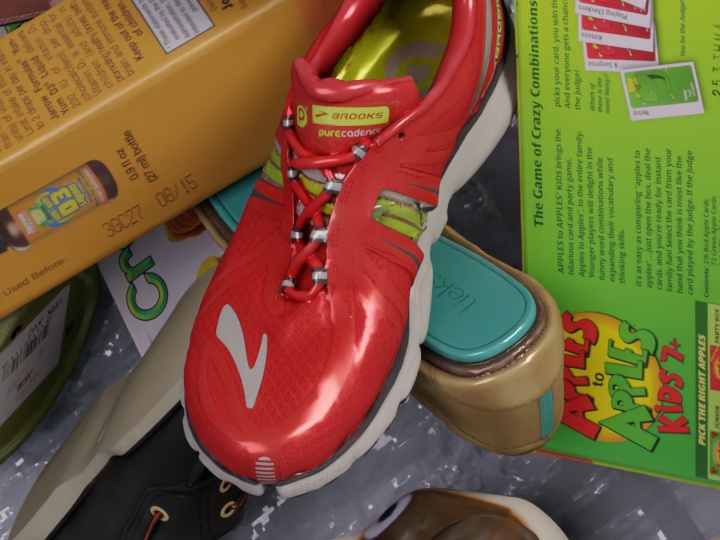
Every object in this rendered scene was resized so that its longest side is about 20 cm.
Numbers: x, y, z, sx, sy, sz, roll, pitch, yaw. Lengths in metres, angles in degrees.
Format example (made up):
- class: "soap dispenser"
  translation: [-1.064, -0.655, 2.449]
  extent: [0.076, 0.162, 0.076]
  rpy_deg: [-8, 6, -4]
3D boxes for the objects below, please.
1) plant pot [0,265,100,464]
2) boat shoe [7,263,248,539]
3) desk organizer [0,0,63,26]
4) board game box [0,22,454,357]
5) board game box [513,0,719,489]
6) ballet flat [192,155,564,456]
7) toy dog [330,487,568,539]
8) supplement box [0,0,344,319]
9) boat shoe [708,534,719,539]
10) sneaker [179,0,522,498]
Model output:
- class: "plant pot"
  translation: [-0.207, -0.010, 1.080]
  extent: [0.200, 0.187, 0.188]
  rpy_deg: [30, 102, 14]
- class: "boat shoe"
  translation: [-0.063, 0.060, 1.007]
  extent: [0.063, 0.074, 0.201]
  rpy_deg: [32, 143, -7]
- class: "desk organizer"
  translation: [-0.182, -0.151, 1.067]
  extent: [0.200, 0.077, 0.072]
  rpy_deg: [34, 130, 48]
- class: "board game box"
  translation: [-0.062, -0.068, 1.071]
  extent: [0.126, 0.035, 0.200]
  rpy_deg: [-34, 72, 22]
- class: "board game box"
  translation: [0.106, -0.030, 0.928]
  extent: [0.101, 0.048, 0.201]
  rpy_deg: [10, 116, 29]
- class: "ballet flat"
  translation: [0.000, 0.000, 0.975]
  extent: [0.069, 0.063, 0.200]
  rpy_deg: [-34, 46, -12]
- class: "toy dog"
  translation: [0.030, 0.174, 0.954]
  extent: [0.193, 0.140, 0.201]
  rpy_deg: [-5, 85, 18]
- class: "supplement box"
  translation: [-0.092, -0.051, 0.969]
  extent: [0.200, 0.067, 0.069]
  rpy_deg: [-32, 46, -5]
- class: "boat shoe"
  translation: [0.107, 0.142, 0.893]
  extent: [0.076, 0.200, 0.072]
  rpy_deg: [59, 156, -9]
- class: "sneaker"
  translation: [-0.010, -0.027, 0.888]
  extent: [0.077, 0.085, 0.200]
  rpy_deg: [12, 64, 17]
